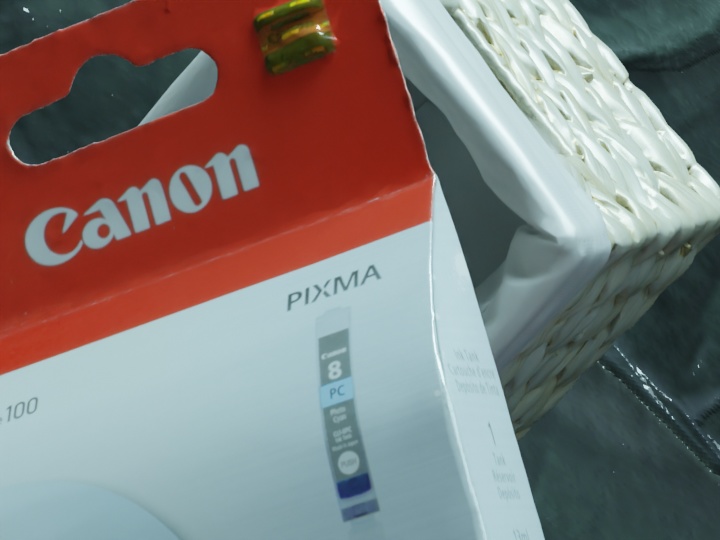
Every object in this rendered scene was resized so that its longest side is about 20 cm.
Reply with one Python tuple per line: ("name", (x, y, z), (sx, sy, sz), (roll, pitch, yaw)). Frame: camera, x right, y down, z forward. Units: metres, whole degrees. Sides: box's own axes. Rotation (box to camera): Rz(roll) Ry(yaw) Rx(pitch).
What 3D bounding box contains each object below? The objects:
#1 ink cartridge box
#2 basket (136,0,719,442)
("ink cartridge box", (-0.050, 0.030, 0.713), (0.047, 0.160, 0.200), (9, 63, -67))
("basket", (0.000, 0.000, 0.948), (0.136, 0.200, 0.123), (53, 30, 16))
